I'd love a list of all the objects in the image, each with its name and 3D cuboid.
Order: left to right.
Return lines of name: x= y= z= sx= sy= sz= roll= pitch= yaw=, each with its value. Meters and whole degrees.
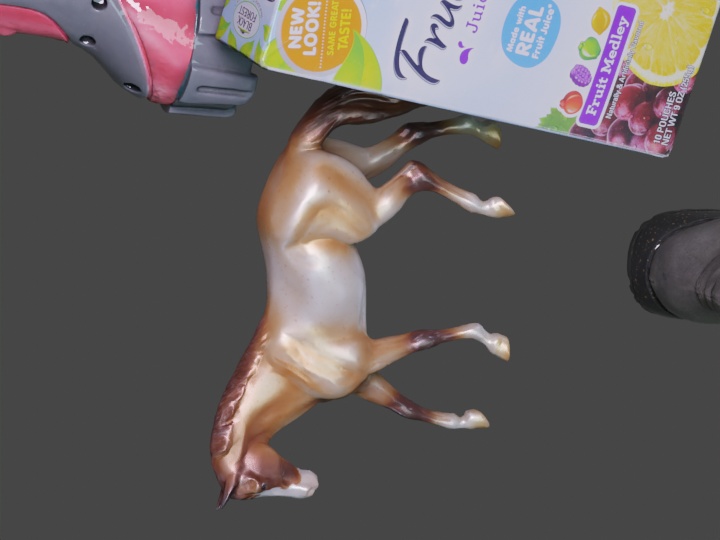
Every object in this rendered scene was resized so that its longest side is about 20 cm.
flashlight: x=-0.140 y=-0.104 z=1.052 sx=0.199 sy=0.068 sz=0.068 roll=5 pitch=80 yaw=-19
horse figurine: x=0.000 y=0.000 z=1.128 sx=0.132 sy=0.050 sz=0.201 roll=-1 pitch=103 yaw=-16
snack box: x=0.056 y=-0.133 z=1.053 sx=0.200 sy=0.053 sz=0.143 roll=11 pitch=102 yaw=-30
boot: x=0.230 y=-0.002 z=1.182 sx=0.199 sy=0.131 sz=0.068 roll=-12 pitch=103 yaw=-20
